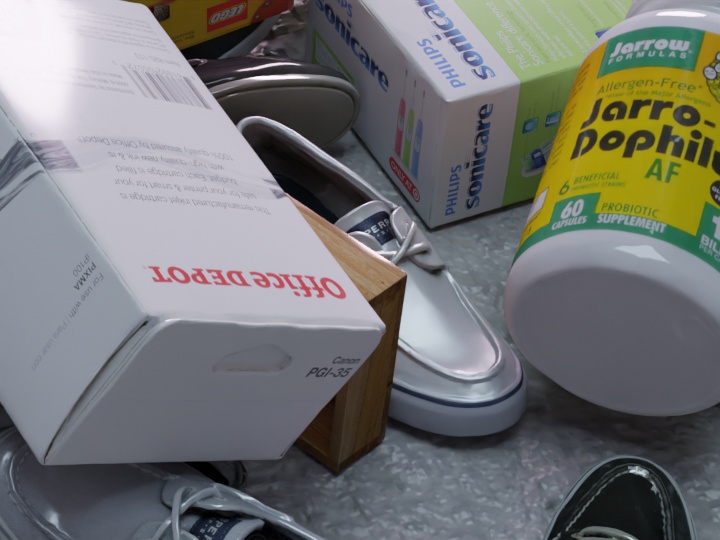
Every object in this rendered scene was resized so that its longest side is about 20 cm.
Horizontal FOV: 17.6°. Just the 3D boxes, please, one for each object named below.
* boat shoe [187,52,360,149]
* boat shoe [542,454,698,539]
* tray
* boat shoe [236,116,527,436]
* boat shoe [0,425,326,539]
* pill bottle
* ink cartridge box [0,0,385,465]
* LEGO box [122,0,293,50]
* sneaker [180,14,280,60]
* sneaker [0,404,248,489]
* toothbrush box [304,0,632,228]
[{"bbox_3d":[-0.100,-0.077,1.145,0.199,0.067,0.057,-15,50,-17],"label":"boat shoe"},{"bbox_3d":[0.101,0.139,0.931,0.070,0.064,0.201,12,42,7],"label":"boat shoe"},{"bbox_3d":[-0.067,-0.005,1.044,0.199,0.099,0.037,33,47,27],"label":"tray"},{"bbox_3d":[0.000,0.000,1.071,0.073,0.066,0.200,-31,54,-34],"label":"boat shoe"},{"bbox_3d":[-0.056,0.113,0.898,0.199,0.069,0.072,34,62,0],"label":"boat shoe"},{"bbox_3d":[0.141,-0.045,1.048,0.112,0.113,0.201,15,54,10],"label":"pill bottle"},{"bbox_3d":[-0.105,-0.021,0.923,0.146,0.083,0.200,5,41,-52],"label":"ink cartridge box"},{"bbox_3d":[-0.149,-0.167,1.088,0.199,0.077,0.150,-20,66,-13],"label":"LEGO box"},{"bbox_3d":[-0.116,-0.144,1.184,0.199,0.099,0.071,-22,58,-26],"label":"sneaker"},{"bbox_3d":[-0.133,0.098,0.943,0.199,0.075,0.082,-32,61,-29],"label":"sneaker"},{"bbox_3d":[0.091,-0.121,1.199,0.199,0.086,0.146,-16,47,-24],"label":"toothbrush box"}]
